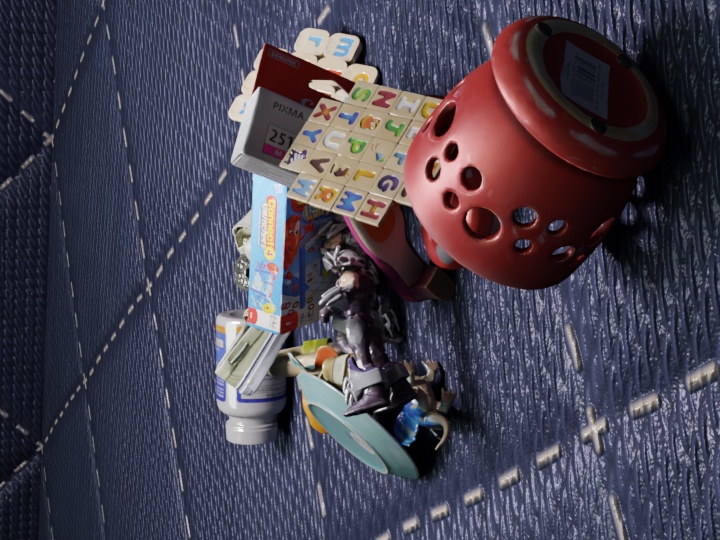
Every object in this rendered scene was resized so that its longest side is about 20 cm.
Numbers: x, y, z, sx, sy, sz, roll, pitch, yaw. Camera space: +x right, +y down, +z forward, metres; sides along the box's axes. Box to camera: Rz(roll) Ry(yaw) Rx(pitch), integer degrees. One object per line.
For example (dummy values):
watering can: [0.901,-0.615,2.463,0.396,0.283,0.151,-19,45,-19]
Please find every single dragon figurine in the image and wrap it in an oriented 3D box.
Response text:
dragon figurine: [0.073,0.176,1.469,0.200,0.058,0.100,-122,35,-52]

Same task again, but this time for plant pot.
plant pot: [0.166,-0.111,1.103,0.183,0.199,0.202,-50,48,44]

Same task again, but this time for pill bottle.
pill bottle: [-0.172,0.167,1.921,0.112,0.111,0.202,16,107,63]

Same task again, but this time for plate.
plate: [-0.009,0.204,1.540,0.200,0.026,0.200,39,163,14]

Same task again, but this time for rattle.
rattle: [-0.060,0.164,1.654,0.200,0.129,0.144,-169,86,-73]

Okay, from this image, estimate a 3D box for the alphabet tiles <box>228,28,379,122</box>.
alphabet tiles: [-0.076,-0.233,1.623,0.195,0.015,0.201,15,71,30]

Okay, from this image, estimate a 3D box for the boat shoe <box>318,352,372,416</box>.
boat shoe: [-0.018,0.143,1.564,0.200,0.076,0.072,84,-168,-67]

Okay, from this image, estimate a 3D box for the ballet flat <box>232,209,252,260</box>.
ballet flat: [-0.139,-0.038,1.712,0.200,0.069,0.070,-141,52,-68]

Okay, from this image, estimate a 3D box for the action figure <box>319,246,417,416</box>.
action figure: [-0.001,0.064,1.409,0.069,0.130,0.201,-22,73,24]

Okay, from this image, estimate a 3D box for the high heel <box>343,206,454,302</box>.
high heel: [0.025,-0.033,1.437,0.096,0.200,0.068,7,62,57]

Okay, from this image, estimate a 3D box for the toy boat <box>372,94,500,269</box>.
toy boat: [0.071,-0.101,1.363,0.131,0.130,0.201,-51,48,53]

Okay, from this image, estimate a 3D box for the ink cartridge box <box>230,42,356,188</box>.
ink cartridge box: [-0.040,-0.171,1.457,0.044,0.199,0.175,-33,40,59]

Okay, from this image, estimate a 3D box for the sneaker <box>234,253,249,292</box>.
sneaker: [-0.075,0.015,1.761,0.198,0.114,0.077,12,100,35]

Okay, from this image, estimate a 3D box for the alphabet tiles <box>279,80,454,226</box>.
alphabet tiles: [0.008,-0.133,1.345,0.199,0.006,0.167,19,69,35]

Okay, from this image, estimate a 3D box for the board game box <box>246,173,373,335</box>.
board game box: [-0.057,-0.039,1.555,0.056,0.199,0.197,16,112,33]

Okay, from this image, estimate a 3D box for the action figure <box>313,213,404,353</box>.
action figure: [0.000,0.000,1.536,0.069,0.130,0.202,11,115,46]

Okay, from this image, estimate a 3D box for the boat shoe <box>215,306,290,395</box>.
boat shoe: [-0.127,0.070,1.642,0.201,0.062,0.072,-64,16,-21]
